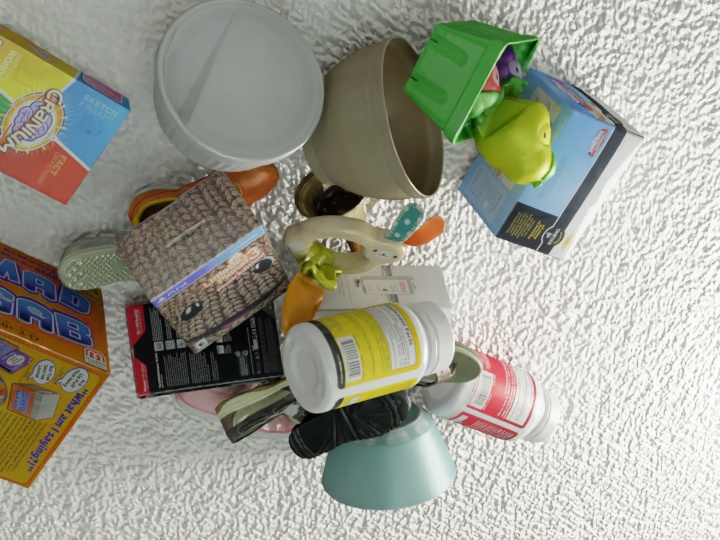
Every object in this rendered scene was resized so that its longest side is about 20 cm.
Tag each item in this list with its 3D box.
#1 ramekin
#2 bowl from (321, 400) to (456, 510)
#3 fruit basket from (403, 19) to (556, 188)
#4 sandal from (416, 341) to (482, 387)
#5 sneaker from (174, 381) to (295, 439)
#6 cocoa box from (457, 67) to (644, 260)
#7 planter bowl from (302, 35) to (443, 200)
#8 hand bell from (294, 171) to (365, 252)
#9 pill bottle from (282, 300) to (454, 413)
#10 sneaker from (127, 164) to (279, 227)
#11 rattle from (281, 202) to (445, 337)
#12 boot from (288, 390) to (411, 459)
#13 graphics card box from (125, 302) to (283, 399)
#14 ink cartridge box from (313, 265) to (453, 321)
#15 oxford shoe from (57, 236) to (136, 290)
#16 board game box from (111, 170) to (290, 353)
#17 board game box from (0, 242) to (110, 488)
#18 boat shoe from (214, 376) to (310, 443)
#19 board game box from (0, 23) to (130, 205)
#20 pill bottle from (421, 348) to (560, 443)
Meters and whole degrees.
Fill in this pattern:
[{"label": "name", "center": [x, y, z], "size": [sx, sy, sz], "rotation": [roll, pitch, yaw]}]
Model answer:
[{"label": "ramekin", "center": [-0.152, -0.209, 1.351], "size": [0.202, 0.094, 0.203], "rotation": [6, 75, -23]}, {"label": "bowl", "center": [0.037, 0.257, 1.693], "size": [0.200, 0.201, 0.105], "rotation": [-10, 110, -10]}, {"label": "fruit basket", "center": [0.172, -0.207, 1.404], "size": [0.215, 0.216, 0.156], "rotation": [17, 114, -25]}, {"label": "sandal", "center": [0.079, 0.133, 1.587], "size": [0.201, 0.057, 0.080], "rotation": [12, 136, -30]}, {"label": "sneaker", "center": [-0.154, 0.172, 1.638], "size": [0.200, 0.075, 0.105], "rotation": [18, 125, -21]}, {"label": "cocoa box", "center": [0.248, -0.140, 1.529], "size": [0.131, 0.133, 0.200], "rotation": [16, 116, -31]}, {"label": "planter bowl", "center": [0.006, -0.177, 1.424], "size": [0.134, 0.200, 0.200], "rotation": [-9, 128, 23]}, {"label": "hand bell", "center": [-0.008, -0.043, 1.562], "size": [0.104, 0.104, 0.200], "rotation": [-25, 136, 0]}, {"label": "pill bottle", "center": [0.013, 0.103, 1.455], "size": [0.200, 0.114, 0.115], "rotation": [-11, 125, -32]}, {"label": "sneaker", "center": [-0.196, -0.087, 1.473], "size": [0.200, 0.077, 0.073], "rotation": [-21, 123, -5]}, {"label": "rattle", "center": [0.000, 0.000, 1.435], "size": [0.199, 0.143, 0.130], "rotation": [0, 137, 17]}, {"label": "boot", "center": [-0.007, 0.182, 1.619], "size": [0.198, 0.162, 0.073], "rotation": [-27, 102, 22]}, {"label": "graphics card box", "center": [-0.211, 0.098, 1.559], "size": [0.199, 0.051, 0.126], "rotation": [-8, 80, -11]}, {"label": "ink cartridge box", "center": [0.010, 0.066, 1.597], "size": [0.199, 0.083, 0.147], "rotation": [1, 142, -17]}, {"label": "oxford shoe", "center": [-0.300, -0.017, 1.501], "size": [0.200, 0.058, 0.075], "rotation": [-8, 117, -29]}, {"label": "board game box", "center": [-0.191, -0.006, 1.437], "size": [0.159, 0.097, 0.200], "rotation": [-35, 157, -6]}, {"label": "board game box", "center": [-0.456, 0.108, 1.441], "size": [0.200, 0.200, 0.200], "rotation": [29, 109, -29]}, {"label": "boat shoe", "center": [-0.096, 0.178, 1.569], "size": [0.200, 0.072, 0.066], "rotation": [-20, 82, -1]}, {"label": "board game box", "center": [-0.400, -0.188, 1.371], "size": [0.200, 0.040, 0.153], "rotation": [29, 109, -29]}, {"label": "pill bottle", "center": [0.201, 0.192, 1.737], "size": [0.200, 0.112, 0.112], "rotation": [24, 112, -27]}]
